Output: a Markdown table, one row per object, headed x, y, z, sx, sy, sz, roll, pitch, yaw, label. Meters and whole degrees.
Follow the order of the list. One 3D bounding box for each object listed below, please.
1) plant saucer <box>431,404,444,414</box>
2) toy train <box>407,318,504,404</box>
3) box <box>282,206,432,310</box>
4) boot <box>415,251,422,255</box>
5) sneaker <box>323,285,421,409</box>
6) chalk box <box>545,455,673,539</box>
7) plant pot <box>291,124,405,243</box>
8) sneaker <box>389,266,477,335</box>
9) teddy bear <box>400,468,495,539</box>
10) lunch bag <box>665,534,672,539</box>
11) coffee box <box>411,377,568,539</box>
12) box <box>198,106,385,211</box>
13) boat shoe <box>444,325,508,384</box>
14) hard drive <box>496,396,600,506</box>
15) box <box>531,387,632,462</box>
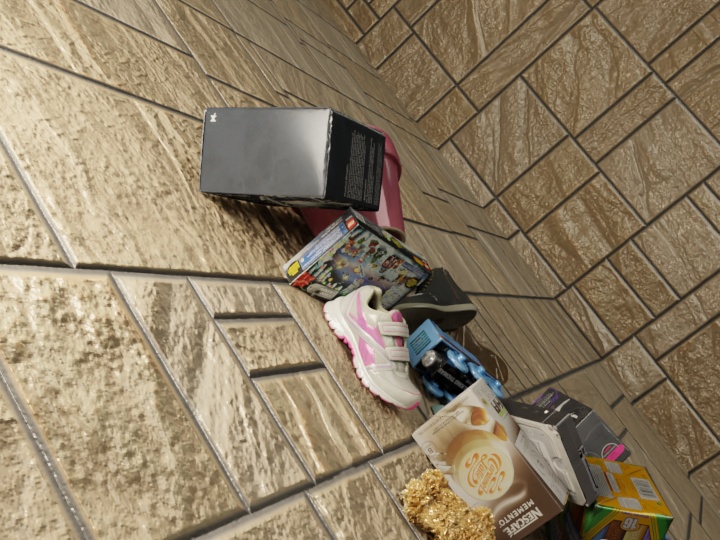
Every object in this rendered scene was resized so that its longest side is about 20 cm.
| x | y | z | sx | sy | sz | roll | pitch | yaw | label |
| --- | --- | --- | --- | --- | --- | --- | --- | --- | --- |
| 0.186 | 0.268 | 1.303 | 0.200 | 0.019 | 0.070 | 34 | 24 | -45 | plant saucer |
| 0.158 | 0.168 | 1.336 | 0.200 | 0.087 | 0.115 | 36 | 15 | -37 | toy train |
| 0.000 | 0.000 | 1.199 | 0.199 | 0.137 | 0.040 | 30 | 27 | -47 | box |
| 0.046 | 0.005 | 1.369 | 0.075 | 0.097 | 0.200 | 52 | 17 | 10 | boot |
| 0.031 | 0.102 | 1.141 | 0.201 | 0.088 | 0.081 | 56 | 18 | 18 | sneaker |
| 0.363 | 0.404 | 1.227 | 0.123 | 0.202 | 0.125 | 12 | 22 | -6 | chalk box |
| -0.013 | -0.106 | 1.315 | 0.199 | 0.199 | 0.180 | 25 | 40 | -54 | plant pot |
| 0.108 | 0.051 | 1.427 | 0.199 | 0.075 | 0.107 | 3 | 45 | -42 | sneaker |
| 0.127 | 0.322 | 0.956 | 0.145 | 0.067 | 0.201 | 22 | 32 | -53 | teddy bear |
| 0.525 | 0.501 | 1.583 | 0.151 | 0.094 | 0.200 | 47 | 5 | -6 | lunch bag |
| 0.182 | 0.269 | 1.126 | 0.201 | 0.114 | 0.080 | 52 | 18 | 9 | coffee box |
| -0.092 | -0.156 | 1.154 | 0.196 | 0.198 | 0.125 | 7 | 88 | -66 | box |
| 0.187 | 0.154 | 1.497 | 0.200 | 0.063 | 0.074 | 42 | 44 | -15 | boat shoe |
| 0.249 | 0.261 | 1.192 | 0.199 | 0.038 | 0.141 | 3 | -59 | 58 | hard drive |
| 0.352 | 0.295 | 1.388 | 0.106 | 0.122 | 0.200 | 47 | -3 | -6 | box |
